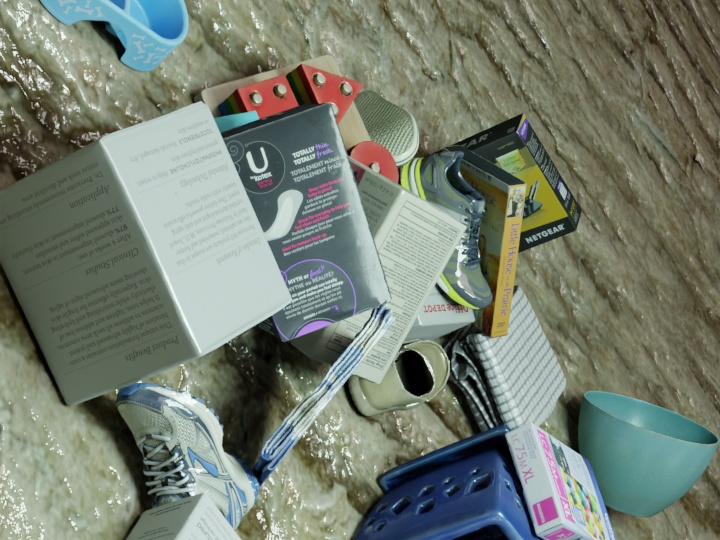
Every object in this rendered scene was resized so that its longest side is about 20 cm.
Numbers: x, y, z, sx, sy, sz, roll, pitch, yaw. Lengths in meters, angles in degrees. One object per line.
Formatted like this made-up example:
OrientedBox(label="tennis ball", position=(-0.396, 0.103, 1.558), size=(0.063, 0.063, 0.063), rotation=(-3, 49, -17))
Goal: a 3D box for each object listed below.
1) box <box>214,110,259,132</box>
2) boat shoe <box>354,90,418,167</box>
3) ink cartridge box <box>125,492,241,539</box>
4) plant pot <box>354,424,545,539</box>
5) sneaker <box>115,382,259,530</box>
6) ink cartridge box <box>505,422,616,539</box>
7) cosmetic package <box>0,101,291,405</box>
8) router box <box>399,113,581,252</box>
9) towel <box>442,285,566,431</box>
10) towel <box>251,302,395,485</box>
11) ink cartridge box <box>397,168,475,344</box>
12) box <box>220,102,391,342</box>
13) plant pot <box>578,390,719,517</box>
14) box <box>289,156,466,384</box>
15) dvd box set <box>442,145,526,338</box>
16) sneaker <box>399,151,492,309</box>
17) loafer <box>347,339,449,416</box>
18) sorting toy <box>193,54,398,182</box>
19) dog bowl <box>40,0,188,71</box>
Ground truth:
OrientedBox(label="box", position=(-0.179, -0.116, 1.488), size=(0.200, 0.082, 0.050), rotation=(-22, 89, -60))
OrientedBox(label="boat shoe", position=(0.027, -0.162, 1.795), size=(0.200, 0.074, 0.063), rotation=(-127, -164, -62))
OrientedBox(label="ink cartridge box", position=(-0.160, 0.316, 1.256), size=(0.146, 0.084, 0.200), rotation=(56, 33, -20))
OrientedBox(label="plant pot", position=(0.125, 0.298, 1.619), size=(0.200, 0.199, 0.180), rotation=(53, 27, -25))
OrientedBox(label="sneaker", position=(-0.161, 0.180, 1.339), size=(0.200, 0.077, 0.086), rotation=(55, 43, -36))
OrientedBox(label="ink cartridge box", position=(0.228, 0.250, 1.609), size=(0.200, 0.042, 0.120), rotation=(39, 31, -54))
OrientedBox(label="cosmetic package", position=(-0.200, -0.016, 1.312), size=(0.166, 0.166, 0.201), rotation=(-33, 101, -58))
OrientedBox(label="router box", position=(0.161, -0.092, 1.897), size=(0.158, 0.199, 0.052), rotation=(55, 32, -21))
OrientedBox(label="towel", position=(0.186, 0.130, 1.921), size=(0.167, 0.085, 0.200), rotation=(65, 29, -11))
OrientedBox(label="towel", position=(-0.042, 0.125, 1.440), size=(0.024, 0.147, 0.200), rotation=(38, 70, 3))
OrientedBox(label="ink cartridge box", position=(0.050, -0.016, 1.789), size=(0.146, 0.083, 0.202), rotation=(-2, 74, -58))
OrientedBox(label="box", position=(-0.065, -0.048, 1.419), size=(0.106, 0.121, 0.202), rotation=(-163, -126, -72))
OrientedBox(label="plant pot", position=(0.391, 0.270, 2.089), size=(0.200, 0.199, 0.136), rotation=(4, 106, -57))
OrientedBox(label="box", position=(0.000, 0.000, 1.576), size=(0.128, 0.109, 0.201), rotation=(26, 95, -49))
OrientedBox(label="dvd box set", position=(0.142, -0.037, 1.815), size=(0.029, 0.146, 0.202), rotation=(-10, 118, -30))
OrientedBox(label="sneaker", position=(0.115, -0.050, 1.751), size=(0.074, 0.081, 0.201), rotation=(-25, 92, -59))
OrientedBox(label="loafer", position=(0.061, 0.126, 1.736), size=(0.200, 0.068, 0.076), rotation=(-19, 88, -59))
OrientedBox(label="sorting toy", position=(-0.054, -0.138, 1.637), size=(0.198, 0.069, 0.201), rotation=(-22, 87, -39))
OrientedBox(label="dog bowl", position=(-0.253, -0.286, 1.506), size=(0.200, 0.049, 0.112), rotation=(33, 46, -46))
